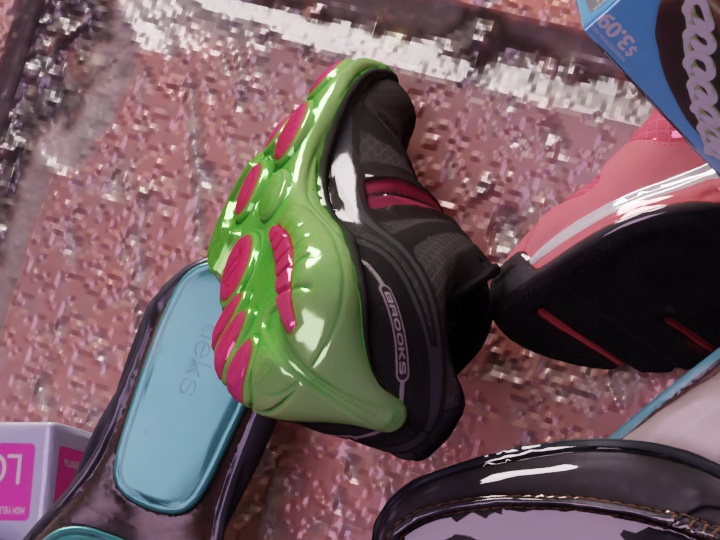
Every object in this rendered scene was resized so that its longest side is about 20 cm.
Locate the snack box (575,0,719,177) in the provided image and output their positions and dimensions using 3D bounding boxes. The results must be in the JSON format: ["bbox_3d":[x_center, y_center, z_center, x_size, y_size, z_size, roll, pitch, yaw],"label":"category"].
[{"bbox_3d":[0.169,-0.044,0.867,0.116,0.200,0.037,-41,20,14],"label":"snack box"}]

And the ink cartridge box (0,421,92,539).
[{"bbox_3d":[-0.158,0.154,1.067,0.119,0.042,0.201,-1,80,28],"label":"ink cartridge box"}]

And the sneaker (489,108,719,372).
[{"bbox_3d":[0.125,-0.041,0.956,0.200,0.074,0.087,-35,37,23],"label":"sneaker"}]

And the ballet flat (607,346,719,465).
[{"bbox_3d":[0.063,0.097,0.951,0.200,0.069,0.070,-35,65,17],"label":"ballet flat"}]

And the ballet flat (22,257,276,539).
[{"bbox_3d":[-0.074,0.090,1.015,0.073,0.073,0.201,20,78,29],"label":"ballet flat"}]

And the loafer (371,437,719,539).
[{"bbox_3d":[0.099,0.096,0.882,0.199,0.072,0.073,4,108,7],"label":"loafer"}]

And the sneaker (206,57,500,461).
[{"bbox_3d":[0.000,0.000,0.964,0.077,0.084,0.200,-49,18,26],"label":"sneaker"}]
